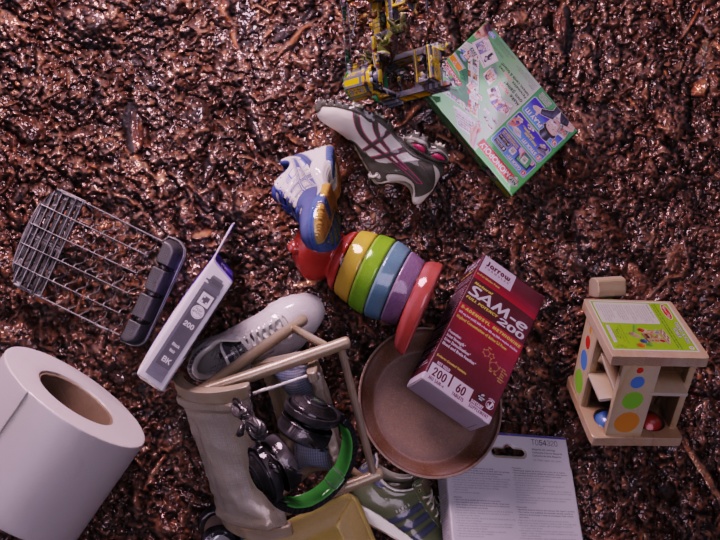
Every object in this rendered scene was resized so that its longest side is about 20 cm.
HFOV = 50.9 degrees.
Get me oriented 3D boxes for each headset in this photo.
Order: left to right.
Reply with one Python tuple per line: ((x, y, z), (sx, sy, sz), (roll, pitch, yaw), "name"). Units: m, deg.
((-0.070, 0.195, 0.819), (0.124, 0.093, 0.200), (-50, 129, -9), "headset")

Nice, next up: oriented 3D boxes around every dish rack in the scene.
((-0.347, -0.007, 0.995), (0.197, 0.055, 0.156), (25, 86, -3), "dish rack")

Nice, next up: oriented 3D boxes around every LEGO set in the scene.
((0.051, -0.308, 0.980), (0.114, 0.153, 0.205), (-7, 78, 31), "LEGO set")

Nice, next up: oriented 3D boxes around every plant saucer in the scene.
((-0.054, 0.406, 0.928), (0.196, 0.049, 0.203), (-14, 67, -32), "plant saucer")
((0.091, 0.178, 1.014), (0.195, 0.037, 0.205), (4, 66, -8), "plant saucer")

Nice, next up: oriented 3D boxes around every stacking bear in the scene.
((0.000, 0.000, 1.000), (0.197, 0.115, 0.122), (26, 44, 7), "stacking bear")

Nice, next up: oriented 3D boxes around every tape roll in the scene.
((-0.382, 0.209, 0.915), (0.201, 0.203, 0.140), (37, 87, -4), "tape roll")

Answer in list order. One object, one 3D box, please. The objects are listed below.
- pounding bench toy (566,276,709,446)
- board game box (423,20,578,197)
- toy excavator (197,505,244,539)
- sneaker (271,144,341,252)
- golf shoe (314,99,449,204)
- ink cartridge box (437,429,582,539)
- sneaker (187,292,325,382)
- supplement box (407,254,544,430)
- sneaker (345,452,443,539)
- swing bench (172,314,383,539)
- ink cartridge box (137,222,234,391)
((0.355, 0.121, 1.031), (0.121, 0.201, 0.159), (1, 121, -3), "pounding bench toy")
((0.191, -0.224, 1.058), (0.134, 0.029, 0.201), (-41, 93, -4), "board game box")
((-0.113, 0.410, 0.998), (0.195, 0.100, 0.200), (-1, 91, -14), "toy excavator")
((-0.071, -0.085, 0.968), (0.086, 0.202, 0.077), (-9, 125, 6), "sneaker")
((0.021, -0.165, 1.021), (0.197, 0.077, 0.090), (26, 96, -3), "golf shoe")
((0.201, 0.323, 1.016), (0.191, 0.044, 0.204), (7, 58, -15), "ink cartridge box")
((-0.134, 0.094, 1.000), (0.197, 0.080, 0.078), (-29, 90, -6), "sneaker")
((0.155, 0.094, 1.003), (0.108, 0.061, 0.202), (33, 64, -5), "supplement box")
((0.078, 0.319, 1.022), (0.197, 0.067, 0.091), (27, 92, -1), "sneaker")
((-0.100, 0.195, 0.925), (0.197, 0.129, 0.203), (-25, 112, -26), "swing bench")
((-0.197, 0.036, 0.936), (0.043, 0.198, 0.202), (32, 88, -10), "ink cartridge box")
